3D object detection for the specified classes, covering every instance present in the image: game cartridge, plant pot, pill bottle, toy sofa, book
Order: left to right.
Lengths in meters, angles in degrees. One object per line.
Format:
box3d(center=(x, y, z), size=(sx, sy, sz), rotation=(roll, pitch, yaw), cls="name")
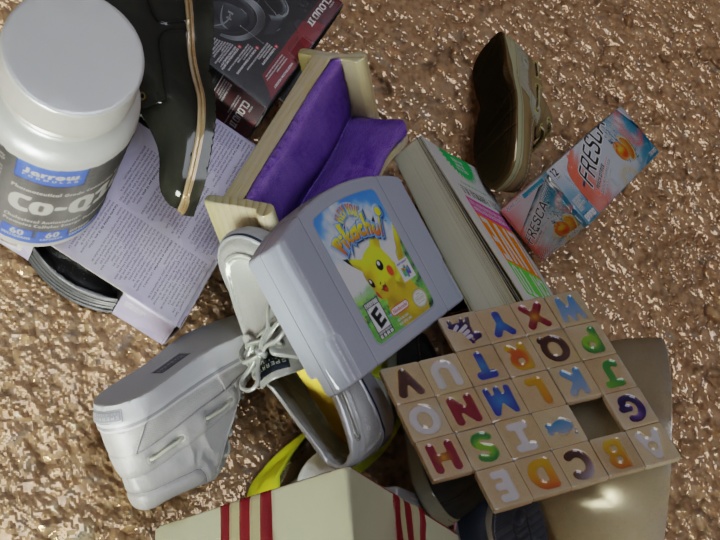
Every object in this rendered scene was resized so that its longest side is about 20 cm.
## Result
box3d(center=(-0.220, -0.105, 0.895), size=(0.112, 0.200, 0.115), rotation=(8, 66, -19), cls="pill bottle")
box3d(center=(-0.038, -0.090, 1.045), size=(0.096, 0.083, 0.201), rotation=(11, 52, 23), cls="toy sofa")
box3d(center=(0.000, 0.000, 0.968), size=(0.134, 0.040, 0.200), rotation=(58, 36, -1), cls="game cartridge")
box3d(center=(0.115, -0.016, 1.113), size=(0.133, 0.048, 0.202), rotation=(18, 39, -58), cls="book")
box3d(center=(0.181, 0.154, 1.058), size=(0.132, 0.201, 0.203), rotation=(4, 63, 7), cls="plant pot")

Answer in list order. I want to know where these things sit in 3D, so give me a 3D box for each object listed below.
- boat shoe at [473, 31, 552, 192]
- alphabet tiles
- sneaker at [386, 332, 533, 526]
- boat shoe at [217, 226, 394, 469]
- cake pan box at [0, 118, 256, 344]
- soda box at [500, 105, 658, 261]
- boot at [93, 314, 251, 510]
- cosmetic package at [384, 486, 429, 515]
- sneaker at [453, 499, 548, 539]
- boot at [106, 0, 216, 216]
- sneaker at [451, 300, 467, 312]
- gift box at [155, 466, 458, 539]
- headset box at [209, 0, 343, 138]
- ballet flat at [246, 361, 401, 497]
box3d(center=(0.153, -0.150, 1.213), size=(0.066, 0.074, 0.202), rotation=(24, 47, -22), cls="boat shoe")
box3d(center=(0.120, 0.095, 0.944), size=(0.197, 0.008, 0.168), rotation=(-10, 53, -24), cls="alphabet tiles")
box3d(center=(0.089, 0.109, 1.024), size=(0.075, 0.105, 0.201), rotation=(49, 17, -36), cls="sneaker")
box3d(center=(-0.058, 0.064, 0.947), size=(0.204, 0.074, 0.086), rotation=(59, 36, 0), cls="boat shoe")
box3d(center=(-0.190, -0.063, 1.038), size=(0.183, 0.052, 0.202), rotation=(31, 58, -8), cls="cake pan box")
box3d(center=(0.213, -0.086, 1.201), size=(0.064, 0.068, 0.200), rotation=(50, 40, 1), cls="soda box")
box3d(center=(-0.124, 0.108, 0.994), size=(0.199, 0.073, 0.097), rotation=(-32, 113, -44), cls="boot")
box3d(center=(0.023, 0.275, 0.949), size=(0.107, 0.089, 0.203), rotation=(38, 45, -57), cls="cosmetic package")
box3d(center=(0.114, 0.264, 1.026), size=(0.070, 0.082, 0.203), rotation=(-15, 104, -36), cls="sneaker")
box3d(center=(-0.188, -0.142, 0.988), size=(0.136, 0.078, 0.203), rotation=(5, 60, -21), cls="boot")
box3d(center=(0.024, -0.031, 1.116), size=(0.198, 0.076, 0.089), rotation=(20, 55, -17), cls="sneaker")
box3d(center=(-0.035, 0.264, 0.821), size=(0.184, 0.198, 0.189), rotation=(35, 39, -45), cls="gift box")
box3d(center=(-0.122, -0.224, 1.125), size=(0.199, 0.077, 0.150), rotation=(37, 58, -8), cls="headset box")
box3d(center=(-0.013, 0.138, 1.025), size=(0.067, 0.067, 0.200), rotation=(48, 57, -1), cls="ballet flat")
